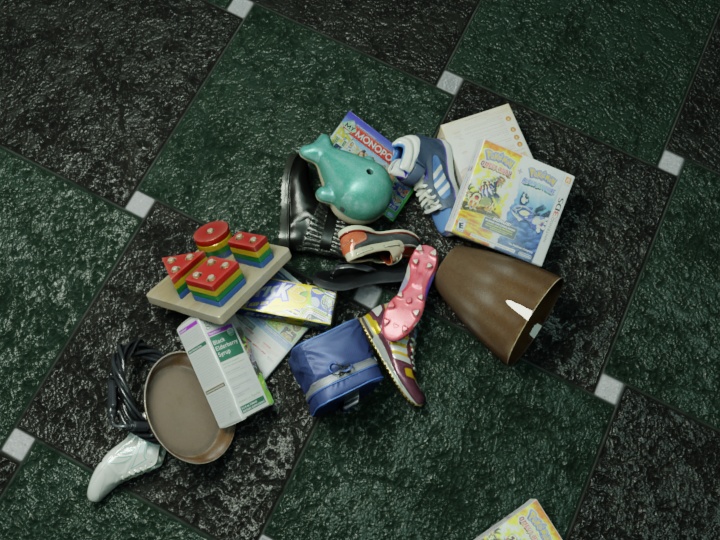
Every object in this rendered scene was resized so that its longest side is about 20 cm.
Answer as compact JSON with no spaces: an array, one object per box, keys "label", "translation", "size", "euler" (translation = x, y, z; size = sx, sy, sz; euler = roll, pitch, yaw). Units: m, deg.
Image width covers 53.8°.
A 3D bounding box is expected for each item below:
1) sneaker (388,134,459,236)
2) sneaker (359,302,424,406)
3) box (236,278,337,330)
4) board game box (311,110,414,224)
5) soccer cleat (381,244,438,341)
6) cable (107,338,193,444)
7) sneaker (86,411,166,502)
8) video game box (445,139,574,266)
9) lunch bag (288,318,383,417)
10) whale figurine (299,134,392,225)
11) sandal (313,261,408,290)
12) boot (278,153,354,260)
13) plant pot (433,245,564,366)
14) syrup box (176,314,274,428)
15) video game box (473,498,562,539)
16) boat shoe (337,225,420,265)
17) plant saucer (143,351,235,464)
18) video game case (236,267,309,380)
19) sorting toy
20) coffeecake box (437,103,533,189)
[{"label":"sneaker","translation":[0.114,-0.163,1.378],"size":[0.145,0.080,0.203],"euler":[-4,85,-31]},{"label":"sneaker","translation":[0.080,0.152,1.321],"size":[0.089,0.075,0.201],"euler":[-30,77,-5]},{"label":"box","translation":[-0.146,0.059,1.330],"size":[0.197,0.064,0.071],"euler":[10,73,2]},{"label":"board game box","translation":[0.018,-0.207,1.428],"size":[0.199,0.029,0.135],"euler":[36,76,-5]},{"label":"soccer cleat","translation":[0.096,0.047,1.318],"size":[0.066,0.077,0.202],"euler":[18,70,13]},{"label":"cable","translation":[-0.370,0.207,1.259],"size":[0.162,0.051,0.201],"euler":[20,38,-37]},{"label":"sneaker","translation":[-0.400,0.334,1.258],"size":[0.080,0.071,0.201],"euler":[39,76,7]},{"label":"video game box","translation":[0.284,-0.127,1.345],"size":[0.198,0.047,0.184],"euler":[19,91,-11]},{"label":"lunch bag","translation":[-0.039,0.181,1.245],"size":[0.135,0.200,0.133],"euler":[-23,78,-13]},{"label":"whale figurine","translation":[-0.023,-0.184,1.341],"size":[0.159,0.104,0.200],"euler":[-37,81,-32]},{"label":"sandal","translation":[0.000,0.000,1.349],"size":[0.198,0.076,0.043],"euler":[-8,111,-25]},{"label":"boot","translation":[-0.076,-0.125,1.398],"size":[0.156,0.079,0.214],"euler":[2,78,2]},{"label":"plant pot","translation":[0.241,0.044,1.318],"size":[0.199,0.187,0.188],"euler":[33,75,22]},{"label":"syrup box","translation":[-0.243,0.170,1.275],"size":[0.078,0.081,0.202],"euler":[-20,84,-47]},{"label":"video game box","translation":[0.286,0.534,1.229],"size":[0.181,0.047,0.201],"euler":[-30,77,-12]},{"label":"boat shoe","translation":[0.042,-0.040,1.340],"size":[0.198,0.071,0.063],"euler":[5,57,-43]},{"label":"plant saucer","translation":[-0.303,0.242,1.248],"size":[0.032,0.199,0.202],"euler":[-26,72,31]},{"label":"video game case","translation":[-0.180,0.099,1.360],"size":[0.143,0.018,0.200],"euler":[38,76,10]},{"label":"sorting toy","translation":[-0.264,-0.011,1.281],"size":[0.197,0.070,0.200],"euler":[11,44,35]},{"label":"coffeecake box","translation":[0.262,-0.214,1.435],"size":[0.152,0.073,0.202],"euler":[-18,75,-7]}]
